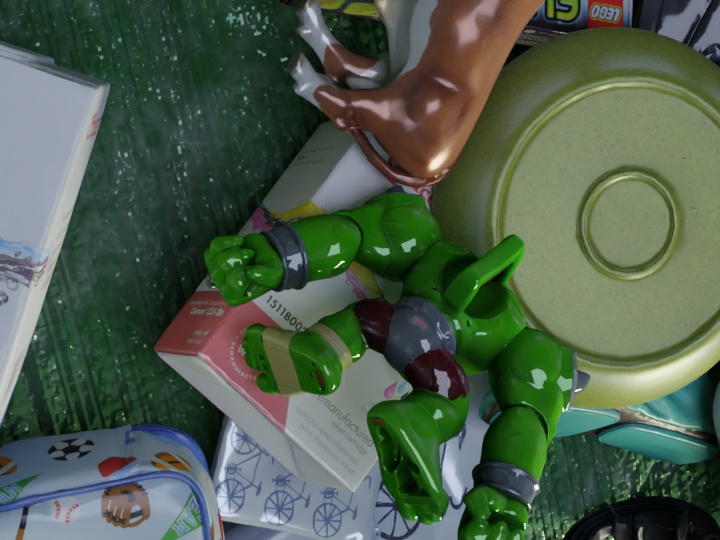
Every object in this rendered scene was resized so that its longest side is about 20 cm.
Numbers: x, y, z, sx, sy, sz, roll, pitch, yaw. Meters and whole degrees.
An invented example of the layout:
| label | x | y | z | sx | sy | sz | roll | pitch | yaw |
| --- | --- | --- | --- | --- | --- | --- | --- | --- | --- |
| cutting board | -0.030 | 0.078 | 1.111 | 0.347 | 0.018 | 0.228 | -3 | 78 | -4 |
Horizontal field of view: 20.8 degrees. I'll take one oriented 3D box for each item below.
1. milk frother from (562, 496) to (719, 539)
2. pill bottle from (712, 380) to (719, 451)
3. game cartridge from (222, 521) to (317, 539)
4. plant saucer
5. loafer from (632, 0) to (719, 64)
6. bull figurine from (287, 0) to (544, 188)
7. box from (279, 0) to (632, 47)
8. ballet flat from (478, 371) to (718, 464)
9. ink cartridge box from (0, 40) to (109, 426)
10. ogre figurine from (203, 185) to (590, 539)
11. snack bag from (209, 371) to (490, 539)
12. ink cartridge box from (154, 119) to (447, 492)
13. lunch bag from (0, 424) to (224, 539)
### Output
| label | x | y | z | sx | sy | sz | roll | pitch | yaw |
| --- | --- | --- | --- | --- | --- | --- | --- | --- | --- |
| milk frother | 0.162 | 0.267 | 1.177 | 0.200 | 0.180 | 0.189 | -42 | 157 | -41 |
| pill bottle | 0.281 | 0.137 | 1.179 | 0.113 | 0.113 | 0.201 | -36 | 135 | -13 |
| game cartridge | -0.035 | 0.228 | 1.124 | 0.132 | 0.041 | 0.201 | -31 | 113 | -19 |
| plant saucer | 0.135 | -0.026 | 1.025 | 0.198 | 0.031 | 0.202 | -1 | 95 | -13 |
| loafer | 0.155 | -0.102 | 1.122 | 0.072 | 0.073 | 0.201 | 26 | 89 | -4 |
| bull figurine | 0.044 | -0.144 | 0.977 | 0.121 | 0.065 | 0.202 | 25 | 89 | -19 |
| box | 0.055 | -0.183 | 1.049 | 0.198 | 0.035 | 0.111 | 6 | 81 | -26 |
| ballet flat | 0.136 | 0.066 | 1.136 | 0.199 | 0.067 | 0.071 | 14 | 62 | -42 |
| ink cartridge box | -0.213 | -0.016 | 0.901 | 0.145 | 0.147 | 0.202 | 19 | 94 | -7 |
| ogre figurine | 0.030 | 0.039 | 0.953 | 0.120 | 0.199 | 0.099 | -38 | 148 | -32 |
| snack bag | 0.020 | 0.067 | 1.098 | 0.198 | 0.021 | 0.191 | 18 | 82 | -27 |
| ink cartridge box | 0.000 | 0.000 | 1.037 | 0.116 | 0.067 | 0.201 | 42 | 71 | -21 |
| lunch bag | -0.165 | 0.170 | 1.009 | 0.198 | 0.076 | 0.162 | -10 | 113 | -5 |
